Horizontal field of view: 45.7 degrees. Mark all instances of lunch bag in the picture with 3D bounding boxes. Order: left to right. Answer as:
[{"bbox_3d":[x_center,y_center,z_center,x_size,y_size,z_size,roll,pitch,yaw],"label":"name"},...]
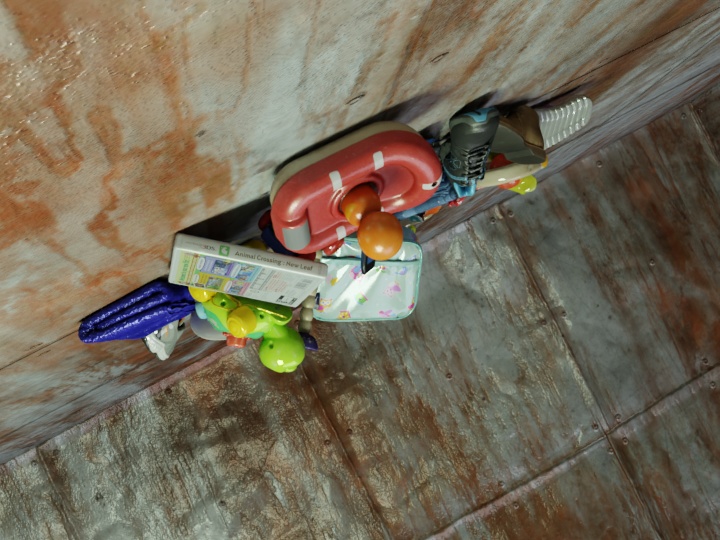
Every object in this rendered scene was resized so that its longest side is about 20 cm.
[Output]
[{"bbox_3d":[0.000,0.000,1.392,0.195,0.163,0.078,0,-148,-12],"label":"lunch bag"}]

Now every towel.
[{"bbox_3d":[-0.315,0.067,1.252,0.146,0.050,0.200,-29,176,1],"label":"towel"},{"bbox_3d":[0.089,-0.125,1.399,0.197,0.049,0.111,-19,-166,39],"label":"towel"}]

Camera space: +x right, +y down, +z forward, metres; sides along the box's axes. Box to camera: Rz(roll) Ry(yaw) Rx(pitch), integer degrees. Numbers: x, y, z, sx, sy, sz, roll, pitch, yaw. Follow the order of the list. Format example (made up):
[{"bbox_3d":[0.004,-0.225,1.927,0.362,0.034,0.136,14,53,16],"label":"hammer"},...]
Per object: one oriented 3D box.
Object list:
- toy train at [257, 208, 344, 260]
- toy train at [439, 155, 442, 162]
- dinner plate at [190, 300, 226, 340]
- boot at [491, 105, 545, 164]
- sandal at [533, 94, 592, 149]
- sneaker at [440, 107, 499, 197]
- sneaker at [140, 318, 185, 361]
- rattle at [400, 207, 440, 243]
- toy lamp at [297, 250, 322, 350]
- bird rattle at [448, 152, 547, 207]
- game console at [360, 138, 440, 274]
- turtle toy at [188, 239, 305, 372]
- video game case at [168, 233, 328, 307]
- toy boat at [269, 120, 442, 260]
[{"bbox_3d":[-0.035,-0.087,1.105,0.116,0.085,0.199,-51,169,33],"label":"toy train"},{"bbox_3d":[0.100,-0.160,1.334,0.197,0.035,0.046,-29,180,9],"label":"toy train"},{"bbox_3d":[-0.183,0.035,1.351,0.196,0.025,0.202,-16,-147,10],"label":"dinner plate"},{"bbox_3d":[0.227,-0.220,1.312,0.072,0.078,0.198,-1,173,33],"label":"boot"},{"bbox_3d":[0.314,-0.253,1.478,0.199,0.084,0.050,-19,-144,-23],"label":"sandal"},{"bbox_3d":[0.160,-0.165,1.198,0.071,0.084,0.200,-11,169,-3],"label":"sneaker"},{"bbox_3d":[-0.330,0.102,1.453,0.078,0.075,0.200,-32,177,-11],"label":"sneaker"},{"bbox_3d":[0.099,-0.063,1.539,0.128,0.146,0.198,-18,-167,-33],"label":"rattle"},{"bbox_3d":[-0.075,0.015,1.288,0.057,0.205,0.058,10,171,2],"label":"toy lamp"},{"bbox_3d":[0.240,-0.181,1.521,0.196,0.116,0.162,-13,-174,-31],"label":"bird rattle"},{"bbox_3d":[0.058,-0.091,1.218,0.168,0.120,0.200,-27,-178,6],"label":"game console"},{"bbox_3d":[-0.154,0.059,1.221,0.145,0.199,0.102,-35,162,-45],"label":"turtle toy"},{"bbox_3d":[-0.146,0.003,1.066,0.178,0.023,0.200,12,166,-12],"label":"video game case"},{"bbox_3d":[0.005,-0.069,0.936,0.197,0.132,0.131,-27,153,-11],"label":"toy boat"}]
